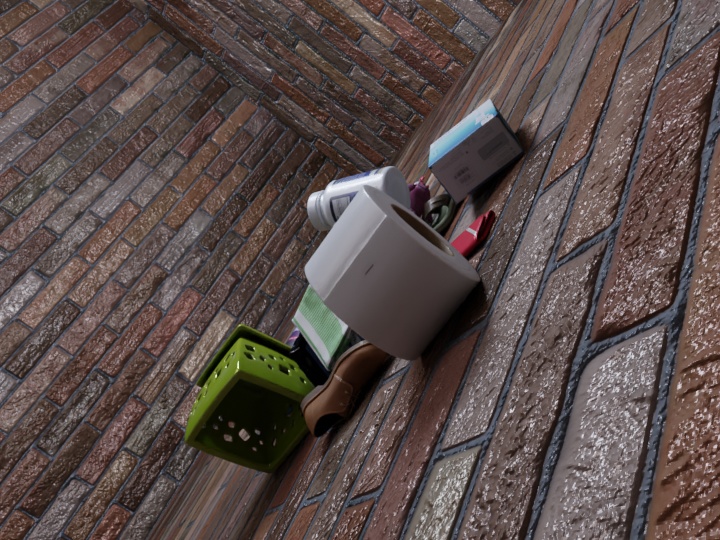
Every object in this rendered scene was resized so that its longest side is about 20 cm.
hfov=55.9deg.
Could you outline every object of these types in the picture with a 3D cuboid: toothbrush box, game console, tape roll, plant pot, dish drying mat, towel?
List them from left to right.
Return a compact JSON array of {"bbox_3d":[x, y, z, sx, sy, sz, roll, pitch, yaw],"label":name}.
[{"bbox_3d":[-0.204,0.234,1.301,0.201,0.197,0.183,-50,28,21],"label":"plant pot"},{"bbox_3d":[-0.063,0.116,1.317,0.116,0.177,0.200,-34,11,14],"label":"game console"},{"bbox_3d":[-0.045,0.045,1.134,0.153,0.023,0.202,47,121,43],"label":"towel"},{"bbox_3d":[0.043,0.001,0.912,0.140,0.202,0.203,-51,7,13],"label":"tape roll"},{"bbox_3d":[0.143,-0.021,1.085,0.200,0.018,0.077,-46,12,50],"label":"dish drying mat"},{"bbox_3d":[0.203,-0.218,1.215,0.146,0.086,0.201,-37,14,17],"label":"toothbrush box"}]

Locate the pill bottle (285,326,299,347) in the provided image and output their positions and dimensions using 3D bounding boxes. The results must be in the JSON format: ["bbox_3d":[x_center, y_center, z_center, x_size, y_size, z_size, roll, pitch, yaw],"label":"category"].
[{"bbox_3d":[-0.106,0.173,1.477,0.201,0.111,0.111,-58,8,-25],"label":"pill bottle"}]

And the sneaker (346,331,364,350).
[{"bbox_3d":[-0.017,0.092,1.173,0.116,0.079,0.201,-61,38,29],"label":"sneaker"}]

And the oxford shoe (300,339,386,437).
[{"bbox_3d":[-0.018,0.189,1.072,0.201,0.071,0.072,-52,35,23],"label":"oxford shoe"}]

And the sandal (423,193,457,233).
[{"bbox_3d":[0.156,-0.127,1.334,0.202,0.057,0.080,-57,8,-23],"label":"sandal"}]

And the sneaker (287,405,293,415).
[{"bbox_3d":[-0.152,0.254,1.570,0.080,0.071,0.201,-53,5,48],"label":"sneaker"}]

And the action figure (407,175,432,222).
[{"bbox_3d":[0.099,-0.132,1.439,0.202,0.133,0.149,-61,10,-25],"label":"action figure"}]

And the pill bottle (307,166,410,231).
[{"bbox_3d":[-0.007,-0.137,1.378,0.197,0.112,0.112,-9,34,32],"label":"pill bottle"}]
